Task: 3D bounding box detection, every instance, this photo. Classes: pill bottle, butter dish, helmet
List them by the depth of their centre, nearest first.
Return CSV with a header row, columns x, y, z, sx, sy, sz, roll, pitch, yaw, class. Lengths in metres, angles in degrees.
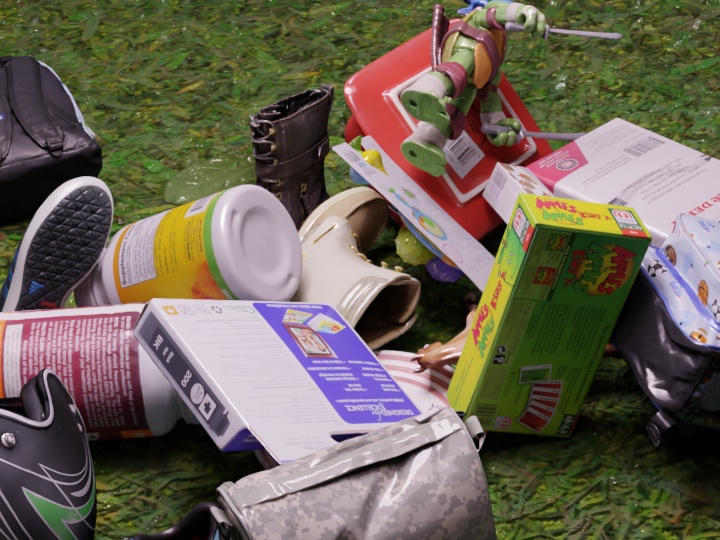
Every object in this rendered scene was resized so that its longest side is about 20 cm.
x,y,z,sx,sy,sz,roll,pitch,yaw,class
-0.283,0.169,1.147,0.199,0.201,0.191,-2,20,3,helmet
-0.216,0.087,1.350,0.199,0.115,0.114,-4,34,2,pill bottle
-0.160,0.001,1.427,0.199,0.111,0.111,-16,24,34,pill bottle
0.066,-0.120,1.603,0.199,0.200,0.148,-35,2,-38,butter dish

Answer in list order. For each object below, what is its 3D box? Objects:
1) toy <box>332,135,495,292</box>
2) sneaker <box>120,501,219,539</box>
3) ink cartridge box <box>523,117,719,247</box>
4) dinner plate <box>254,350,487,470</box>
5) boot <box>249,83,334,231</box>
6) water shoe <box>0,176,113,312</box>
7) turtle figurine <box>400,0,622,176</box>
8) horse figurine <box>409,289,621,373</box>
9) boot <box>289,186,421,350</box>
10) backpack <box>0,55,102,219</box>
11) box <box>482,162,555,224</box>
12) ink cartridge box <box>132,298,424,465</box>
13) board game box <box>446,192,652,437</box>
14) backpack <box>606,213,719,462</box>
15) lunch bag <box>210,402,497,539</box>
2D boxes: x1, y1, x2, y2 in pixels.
x,y,z,sx,sy,sz,roll,pitch,yaw,class
0.051,-0.037,1.442,0.200,0.047,0.115,48,19,5,toy
-0.171,0.231,1.153,0.200,0.090,0.078,-33,43,-31,sneaker
0.275,-0.057,1.531,0.144,0.085,0.200,-29,40,-31,ink cartridge box
0.008,0.134,1.336,0.199,0.024,0.200,-2,34,2,dinner plate
-0.089,-0.073,1.516,0.069,0.175,0.200,18,40,30,boot
-0.291,-0.001,1.432,0.071,0.201,0.079,22,8,-34,water shoe
0.134,-0.171,1.488,0.200,0.144,0.194,46,58,-5,turtle figurine
0.155,0.056,1.392,0.199,0.050,0.133,6,18,14,horse figurine
0.000,0.000,1.472,0.154,0.072,0.200,13,43,40,boot
-0.374,-0.147,1.707,0.163,0.154,0.200,-18,58,-15,backpack
0.174,-0.034,1.454,0.039,0.042,0.200,9,26,-29,box
-0.049,0.097,1.252,0.198,0.044,0.200,3,33,-44,ink cartridge box
0.148,0.039,1.280,0.101,0.201,0.048,6,32,-19,board game box
0.306,0.053,1.293,0.190,0.154,0.200,20,30,-27,backpack
-0.001,0.195,1.118,0.199,0.168,0.139,-17,36,-19,lunch bag
